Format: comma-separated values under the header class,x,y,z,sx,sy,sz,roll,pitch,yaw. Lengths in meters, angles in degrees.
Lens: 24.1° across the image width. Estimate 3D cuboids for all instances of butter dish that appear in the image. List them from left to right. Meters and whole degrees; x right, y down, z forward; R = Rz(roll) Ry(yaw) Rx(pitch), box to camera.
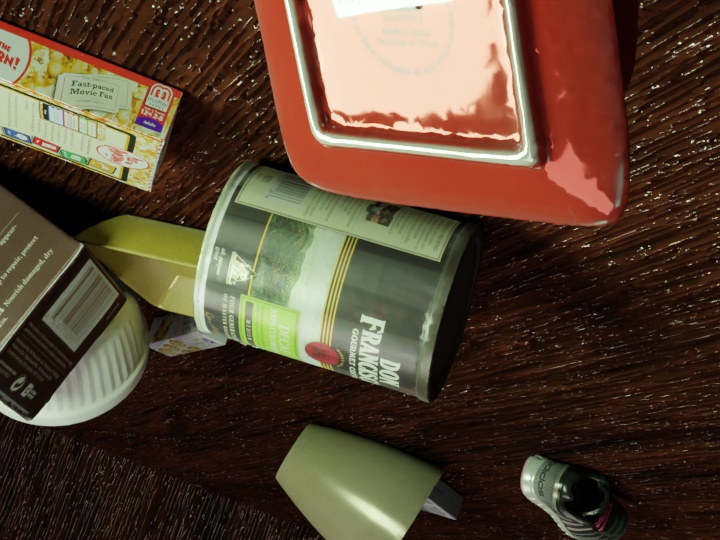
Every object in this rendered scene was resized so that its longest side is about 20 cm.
class,x,y,z,sx,sy,sz,roll,pitch,yaw
butter dish,0.057,-0.140,0.786,0.199,0.148,0.201,9,122,38

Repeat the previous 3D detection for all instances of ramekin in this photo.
class,x,y,z,sx,sy,sz,roll,pitch,yaw
ramekin,-0.329,0.056,1.819,0.199,0.201,0.105,16,141,10

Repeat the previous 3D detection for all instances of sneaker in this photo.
class,x,y,z,sx,sy,sz,roll,pitch,yaw
sneaker,0.287,0.297,2.128,0.087,0.074,0.200,11,159,49

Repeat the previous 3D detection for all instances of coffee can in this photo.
class,x,y,z,sx,sy,sz,roll,pitch,yaw
coffee can,-0.016,0.008,1.357,0.199,0.147,0.146,16,165,12

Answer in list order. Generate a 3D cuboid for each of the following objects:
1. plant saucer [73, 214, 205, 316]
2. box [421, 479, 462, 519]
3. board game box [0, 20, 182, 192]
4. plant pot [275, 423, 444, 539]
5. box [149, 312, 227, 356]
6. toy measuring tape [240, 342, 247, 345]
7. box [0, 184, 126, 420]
class,x,y,z,sx,sy,sz,roll,pitch,yaw
plant saucer,-0.158,0.003,1.699,0.199,0.049,0.200,13,164,24
box,0.039,0.322,2.580,0.199,0.041,0.156,9,161,29
board game box,-0.246,-0.134,1.333,0.199,0.047,0.152,21,164,-7
plant pot,-0.013,0.309,2.390,0.199,0.188,0.187,33,166,5
box,-0.206,0.072,2.012,0.041,0.039,0.200,24,164,-21
toy measuring tape,-0.017,0.062,1.665,0.199,0.074,0.074,7,164,2
box,-0.371,0.013,1.668,0.199,0.165,0.166,34,169,18
